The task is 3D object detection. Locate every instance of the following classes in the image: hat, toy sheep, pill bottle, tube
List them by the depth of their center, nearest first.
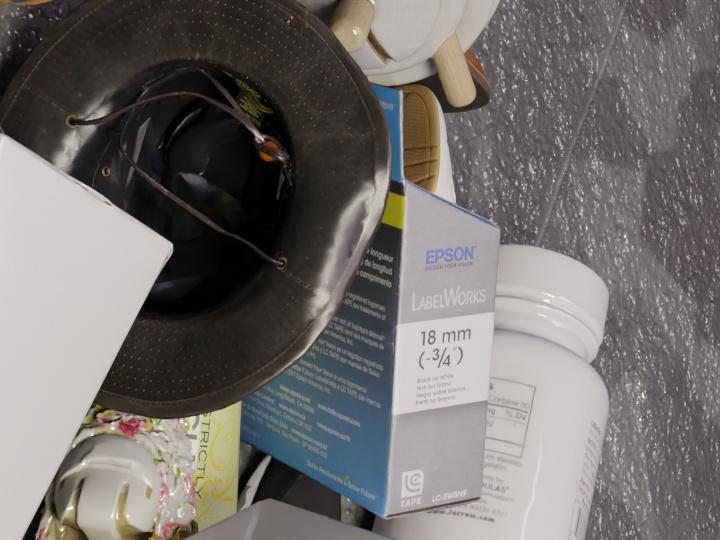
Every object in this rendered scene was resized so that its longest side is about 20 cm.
[{"bbox_3d":[-0.079,-0.033,0.999,0.081,0.200,0.201,29,57,-83],"label":"hat"},{"bbox_3d":[-0.082,0.081,1.053,0.058,0.052,0.200,4,82,-10],"label":"tube"},{"bbox_3d":[0.010,-0.148,1.058,0.200,0.138,0.138,-84,152,-62],"label":"toy sheep"},{"bbox_3d":[0.077,0.093,1.214,0.114,0.114,0.200,41,53,-43],"label":"pill bottle"}]

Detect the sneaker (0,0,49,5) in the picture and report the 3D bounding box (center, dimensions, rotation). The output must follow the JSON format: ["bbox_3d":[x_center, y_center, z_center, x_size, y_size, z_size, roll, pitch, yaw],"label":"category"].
[{"bbox_3d":[-0.174,-0.216,0.957,0.088,0.075,0.200,-68,146,-43],"label":"sneaker"}]

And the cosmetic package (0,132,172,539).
[{"bbox_3d":[-0.172,0.048,0.850,0.108,0.085,0.200,38,74,-46],"label":"cosmetic package"}]

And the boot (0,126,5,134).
[{"bbox_3d":[-0.195,-0.116,0.904,0.200,0.070,0.132,67,13,-54],"label":"boot"}]

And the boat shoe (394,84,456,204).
[{"bbox_3d":[0.024,-0.002,1.189,0.069,0.071,0.200,36,52,-50],"label":"boat shoe"}]

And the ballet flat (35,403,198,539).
[{"bbox_3d":[-0.115,0.134,0.969,0.064,0.075,0.200,84,13,-70],"label":"ballet flat"}]

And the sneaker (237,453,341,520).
[{"bbox_3d":[-0.020,0.182,1.088,0.076,0.087,0.200,32,60,-47],"label":"sneaker"}]

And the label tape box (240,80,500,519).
[{"bbox_3d":[0.000,0.000,1.050,0.063,0.144,0.200,-7,107,-34],"label":"label tape box"}]

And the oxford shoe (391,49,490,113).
[{"bbox_3d":[0.010,-0.147,1.197,0.200,0.071,0.071,35,54,-45],"label":"oxford shoe"}]

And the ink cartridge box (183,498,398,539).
[{"bbox_3d":[-0.011,0.210,0.954,0.067,0.116,0.200,-24,108,-30],"label":"ink cartridge box"}]
